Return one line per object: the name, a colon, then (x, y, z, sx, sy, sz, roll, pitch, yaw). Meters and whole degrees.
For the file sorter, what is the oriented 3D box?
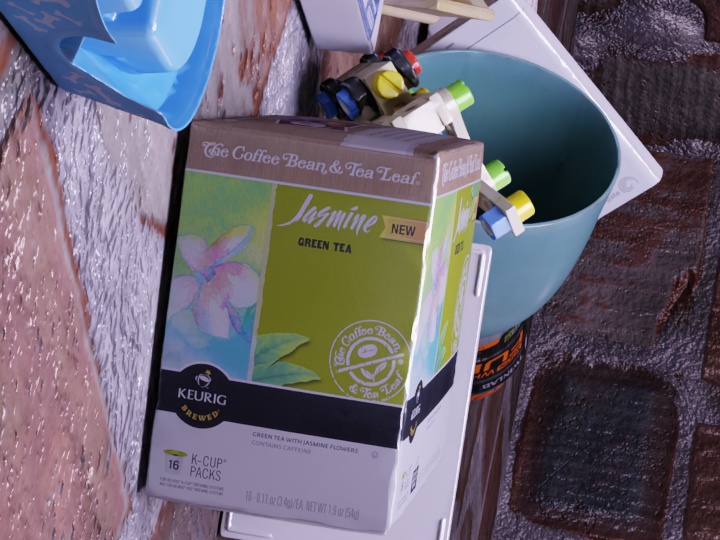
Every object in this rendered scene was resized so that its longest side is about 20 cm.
file sorter: (0.003, 0.079, 1.248, 0.125, 0.139, 0.200, 40, 59, -82)

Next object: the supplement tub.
supplement tub: (0.099, 0.043, 1.875, 0.200, 0.122, 0.123, 79, 21, -63)

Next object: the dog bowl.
dog bowl: (-0.094, -0.125, 0.725, 0.200, 0.050, 0.112, 67, 33, -75)

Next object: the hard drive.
hard drive: (0.130, -0.117, 1.567, 0.200, 0.132, 0.027, 48, 30, -17)

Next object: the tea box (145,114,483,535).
tea box: (-0.019, 0.019, 1.058, 0.200, 0.134, 0.197, -32, 129, -78)

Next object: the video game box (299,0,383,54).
video game box: (-0.006, -0.253, 1.189, 0.200, 0.047, 0.182, 68, 28, -73)

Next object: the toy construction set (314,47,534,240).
toy construction set: (0.027, -0.073, 1.262, 0.092, 0.131, 0.200, -37, -168, -23)

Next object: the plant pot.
plant pot: (0.083, -0.044, 1.497, 0.201, 0.200, 0.161, -72, 176, -47)

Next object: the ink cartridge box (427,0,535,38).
ink cartridge box: (0.115, -0.189, 1.840, 0.200, 0.086, 0.148, 89, 13, -52)

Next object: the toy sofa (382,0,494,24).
toy sofa: (0.051, -0.287, 1.458, 0.083, 0.098, 0.200, 0, 99, -56)
